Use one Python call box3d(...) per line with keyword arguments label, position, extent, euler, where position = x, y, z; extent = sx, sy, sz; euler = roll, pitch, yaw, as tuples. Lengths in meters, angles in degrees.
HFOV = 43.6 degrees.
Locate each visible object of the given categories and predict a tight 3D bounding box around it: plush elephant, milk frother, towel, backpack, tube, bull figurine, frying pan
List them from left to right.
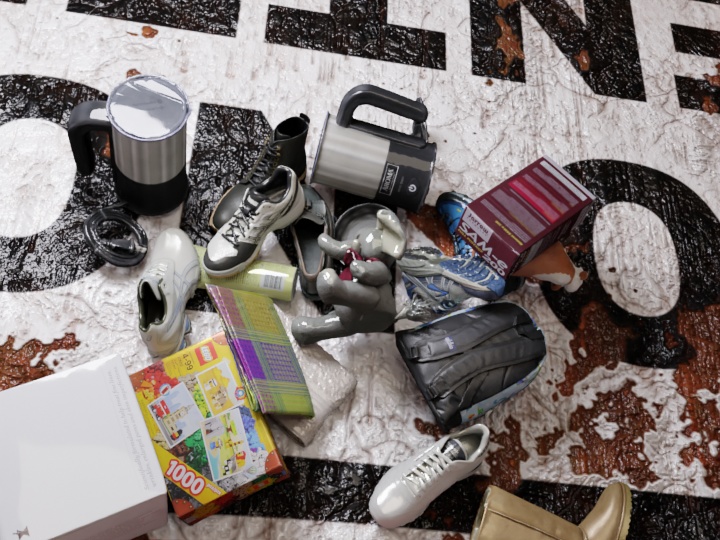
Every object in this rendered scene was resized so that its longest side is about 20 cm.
box3d(label="milk frother", position=(-0.326, -0.139, 1.310), extent=(0.177, 0.189, 0.203), euler=(-13, 64, -18))
box3d(label="tube", position=(-0.192, 0.004, 1.350), extent=(0.195, 0.053, 0.058), euler=(10, 18, 2))
box3d(label="towel", position=(-0.134, 0.109, 1.225), extent=(0.023, 0.143, 0.203), euler=(-35, 66, 20))
box3d(label="towel", position=(-0.112, 0.140, 1.291), extent=(0.199, 0.035, 0.133), euler=(39, 61, 11))
box3d(label="plush elephant", position=(0.000, 0.000, 1.286), extent=(0.195, 0.166, 0.158), euler=(-1, 59, -15))
box3d(label="frying pan", position=(0.007, -0.015, 1.398), extent=(0.112, 0.031, 0.194), euler=(1, 67, 11))
box3d(label="milk frother", position=(0.026, -0.208, 1.466), extent=(0.184, 0.200, 0.185), euler=(16, 100, -6))
box3d(label="backpack", position=(0.172, 0.128, 1.305), extent=(0.197, 0.154, 0.165), euler=(-30, 63, -2))
box3d(label="bull figurine", position=(0.261, -0.032, 1.384), extent=(0.195, 0.065, 0.124), euler=(5, 64, -19))

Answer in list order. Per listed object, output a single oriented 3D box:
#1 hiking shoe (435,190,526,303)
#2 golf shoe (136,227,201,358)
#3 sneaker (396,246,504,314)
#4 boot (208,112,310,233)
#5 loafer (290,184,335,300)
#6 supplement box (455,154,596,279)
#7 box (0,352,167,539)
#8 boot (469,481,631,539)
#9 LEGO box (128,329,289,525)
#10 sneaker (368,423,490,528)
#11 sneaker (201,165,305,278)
box3d(label="hiking shoe", position=(0.177, -0.041, 1.429), extent=(0.086, 0.075, 0.201), euler=(-29, 70, -28))
box3d(label="golf shoe", position=(-0.277, 0.018, 1.276), extent=(0.076, 0.098, 0.204), euler=(-8, 63, 9))
box3d(label="sneaker", position=(0.138, 0.023, 1.343), extent=(0.076, 0.087, 0.198), euler=(-20, 24, -36))
box3d(label="boot", position=(-0.156, -0.151, 1.389), extent=(0.077, 0.139, 0.200), euler=(36, 60, 11))
box3d(label="loafer", position=(-0.074, -0.056, 1.387), extent=(0.070, 0.063, 0.204), euler=(-10, 60, 1))
box3d(label="supplement box", position=(0.244, -0.082, 1.326), extent=(0.198, 0.061, 0.109), euler=(-31, 65, -35))
box3d(label="box", position=(-0.361, 0.244, 1.123), extent=(0.196, 0.132, 0.202), euler=(-17, 65, -20))
box3d(label="boot", position=(0.263, 0.340, 1.234), extent=(0.196, 0.067, 0.178), euler=(21, 58, 3))
box3d(label="LEGO box", position=(-0.200, 0.207, 1.189), extent=(0.146, 0.078, 0.203), euler=(-25, 67, -7))
box3d(label="sneaker", position=(0.094, 0.273, 1.229), extent=(0.198, 0.081, 0.077), euler=(-32, 72, -24))
box3d(label="sneaker", position=(-0.165, -0.078, 1.327), extent=(0.075, 0.088, 0.200), euler=(31, 63, 23))
